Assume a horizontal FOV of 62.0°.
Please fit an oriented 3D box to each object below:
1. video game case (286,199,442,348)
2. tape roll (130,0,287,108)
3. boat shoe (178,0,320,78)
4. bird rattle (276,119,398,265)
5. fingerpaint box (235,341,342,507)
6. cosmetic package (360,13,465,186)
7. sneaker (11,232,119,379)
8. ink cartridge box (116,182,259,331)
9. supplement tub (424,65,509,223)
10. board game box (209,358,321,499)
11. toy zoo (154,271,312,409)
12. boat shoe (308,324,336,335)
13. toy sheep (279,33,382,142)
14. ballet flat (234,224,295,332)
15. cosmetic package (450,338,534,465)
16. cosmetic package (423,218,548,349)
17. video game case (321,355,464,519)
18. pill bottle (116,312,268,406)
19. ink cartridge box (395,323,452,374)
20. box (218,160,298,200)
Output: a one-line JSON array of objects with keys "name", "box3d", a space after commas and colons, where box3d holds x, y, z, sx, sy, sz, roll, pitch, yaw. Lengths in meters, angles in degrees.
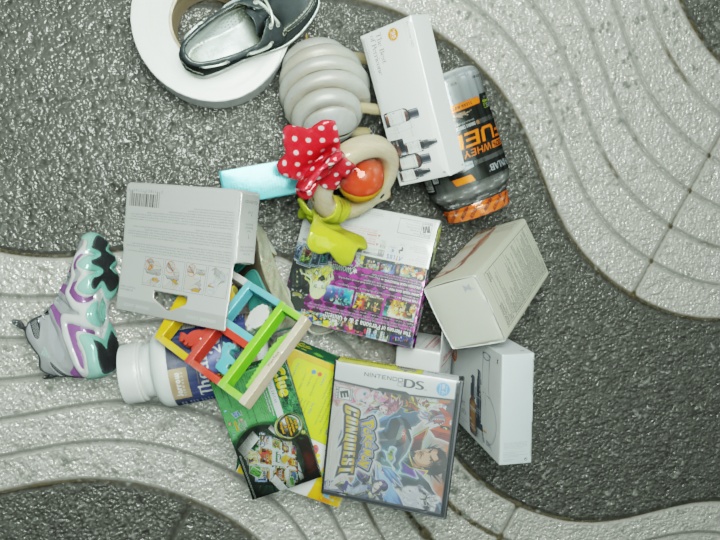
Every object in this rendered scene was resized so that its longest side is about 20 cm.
[{"name": "video game case", "box3d": [0.000, 0.000, 0.850, 0.199, 0.036, 0.182, 12, 85, 15]}, {"name": "tape roll", "box3d": [-0.199, -0.325, 0.810, 0.202, 0.071, 0.203, -1, 97, -10]}, {"name": "boat shoe", "box3d": [-0.136, -0.307, 0.757, 0.200, 0.060, 0.076, -36, 102, -4]}, {"name": "bird rattle", "box3d": [-0.025, -0.118, 0.766, 0.163, 0.113, 0.200, -29, 142, -21]}, {"name": "fingerpaint box", "box3d": [-0.070, 0.226, 0.900, 0.166, 0.073, 0.201, 23, 94, -11]}, {"name": "cosmetic package", "box3d": [0.069, -0.218, 0.782, 0.051, 0.082, 0.201, -32, 110, -51]}, {"name": "sneaker", "box3d": [-0.410, 0.051, 0.818, 0.139, 0.078, 0.201, -7, 77, 10]}, {"name": "ink cartridge box", "box3d": [-0.233, -0.023, 0.795, 0.199, 0.045, 0.177, 8, 93, 27]}, {"name": "supplement tub", "box3d": [0.139, -0.178, 0.863, 0.122, 0.123, 0.201, -22, 101, -7]}, {"name": "board game box", "box3d": [-0.126, 0.216, 0.821, 0.104, 0.023, 0.201, -15, 112, -5]}, {"name": "toy zoo", "box3d": [-0.176, 0.070, 0.772, 0.200, 0.020, 0.131, 28, 73, 26]}, {"name": "boat shoe", "box3d": [-0.002, 0.022, 0.900, 0.200, 0.057, 0.067, -45, 84, 2]}, {"name": "toy sheep", "box3d": [-0.045, -0.238, 0.815, 0.137, 0.138, 0.201, -9, 62, -9]}, {"name": "ballet flat", "box3d": [-0.142, 0.000, 0.848, 0.067, 0.062, 0.201, -35, 63, 31]}, {"name": "cosmetic package", "box3d": [0.185, 0.169, 0.874, 0.051, 0.200, 0.151, 0, 96, -11]}, {"name": "cosmetic package", "box3d": [0.185, 0.015, 0.857, 0.200, 0.087, 0.104, -38, 106, -49]}, {"name": "video game case", "box3d": [0.043, 0.232, 0.837, 0.180, 0.025, 0.201, 8, 97, 11]}, {"name": "pill bottle", "box3d": [-0.228, 0.127, 0.840, 0.199, 0.111, 0.111, -9, 99, -9]}, {"name": "ink cartridge box", "box3d": [0.094, 0.163, 0.894, 0.068, 0.116, 0.201, 6, 96, 16]}, {"name": "box", "box3d": [-0.095, -0.133, 0.847, 0.199, 0.082, 0.049, -11, 100, -8]}]
